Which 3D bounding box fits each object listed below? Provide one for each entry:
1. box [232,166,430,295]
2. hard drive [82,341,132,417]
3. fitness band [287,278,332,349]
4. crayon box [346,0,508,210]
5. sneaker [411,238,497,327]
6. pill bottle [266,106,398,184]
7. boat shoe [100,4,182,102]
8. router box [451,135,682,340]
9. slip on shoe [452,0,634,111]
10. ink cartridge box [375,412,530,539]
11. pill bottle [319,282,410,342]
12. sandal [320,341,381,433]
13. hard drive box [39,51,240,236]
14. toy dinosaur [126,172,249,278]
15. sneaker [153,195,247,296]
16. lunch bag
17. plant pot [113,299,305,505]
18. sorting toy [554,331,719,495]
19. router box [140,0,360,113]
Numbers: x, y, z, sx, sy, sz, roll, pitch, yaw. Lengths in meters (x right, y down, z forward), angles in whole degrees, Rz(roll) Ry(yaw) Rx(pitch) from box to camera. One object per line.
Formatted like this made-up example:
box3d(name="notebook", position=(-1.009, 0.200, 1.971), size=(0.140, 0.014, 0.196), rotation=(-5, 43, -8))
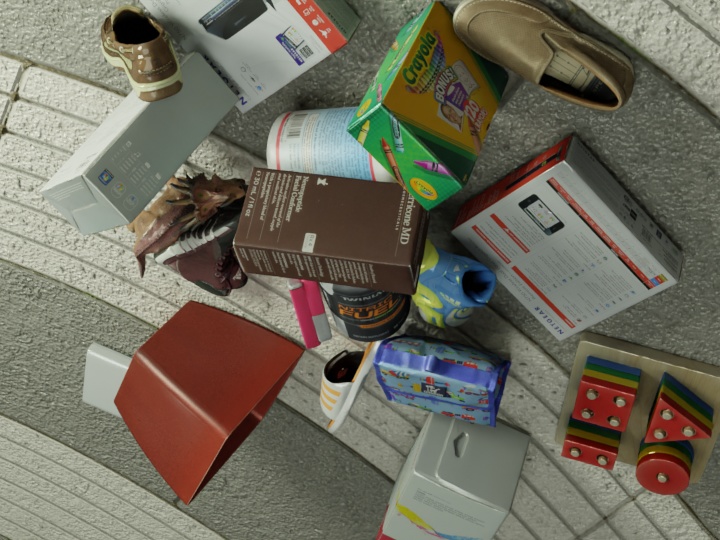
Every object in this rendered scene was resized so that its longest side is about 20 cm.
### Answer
box3d(name="box", position=(-0.030, -0.043, 1.303), size=(0.197, 0.101, 0.075), rotation=(7, 154, 9))
box3d(name="hard drive", position=(-0.331, 0.195, 1.855), size=(0.198, 0.027, 0.133), rotation=(22, 135, 3))
box3d(name="fitness band", position=(-0.076, 0.007, 1.491), size=(0.037, 0.144, 0.201), rotation=(-16, 134, -5))
box3d(name="crayon box", position=(0.073, -0.171, 1.221), size=(0.119, 0.201, 0.058), rotation=(42, 133, -17))
box3d(name="sneaker", position=(0.117, 0.030, 1.419), size=(0.104, 0.076, 0.200), rotation=(21, 170, 30))
box3d(name="pill bottle", position=(0.002, -0.130, 1.355), size=(0.198, 0.109, 0.110), rotation=(0, 130, 25))
box3d(name="boat shoe", position=(-0.243, -0.258, 1.315), size=(0.202, 0.074, 0.075), rotation=(46, 155, 51))
box3d(name="router box", position=(0.234, -0.031, 1.373), size=(0.200, 0.049, 0.179), rotation=(44, 133, -17))
box3d(name="slip on shoe", position=(0.185, -0.218, 1.224), size=(0.198, 0.061, 0.076), rotation=(28, 130, -2))
box3d(name="ink cartridge box", position=(0.126, 0.305, 1.666), size=(0.143, 0.146, 0.201), rotation=(23, 136, 2))
box3d(name="pill bottle", position=(0.000, 0.000, 1.431), size=(0.105, 0.107, 0.201), rotation=(11, 156, 14))
box3d(name="sandal", position=(-0.016, 0.131, 1.628), size=(0.059, 0.079, 0.208), rotation=(26, 127, 1))
box3d(name="hard drive box", position=(-0.252, -0.142, 1.362), size=(0.077, 0.201, 0.155), rotation=(46, 156, -21))
box3d(name="toy dinosaur", position=(-0.235, -0.065, 1.485), size=(0.085, 0.136, 0.201), rotation=(31, 106, -31))
box3d(name="sneaker", position=(-0.173, -0.027, 1.561), size=(0.115, 0.076, 0.199), rotation=(43, 144, -23))
box3d(name="lunch bag", position=(0.102, 0.124, 1.486), size=(0.149, 0.095, 0.200), rotation=(13, 170, 12))
box3d(name="plant pot", position=(-0.225, 0.165, 1.677), size=(0.176, 0.200, 0.200), rotation=(38, 135, 5))
box3d(name="sorting toy", position=(0.353, 0.194, 1.520), size=(0.196, 0.070, 0.202), rotation=(15, 134, 11))
box3d(name="router box", position=(-0.128, -0.293, 1.308), size=(0.179, 0.049, 0.200), rotation=(-27, 115, 39))
